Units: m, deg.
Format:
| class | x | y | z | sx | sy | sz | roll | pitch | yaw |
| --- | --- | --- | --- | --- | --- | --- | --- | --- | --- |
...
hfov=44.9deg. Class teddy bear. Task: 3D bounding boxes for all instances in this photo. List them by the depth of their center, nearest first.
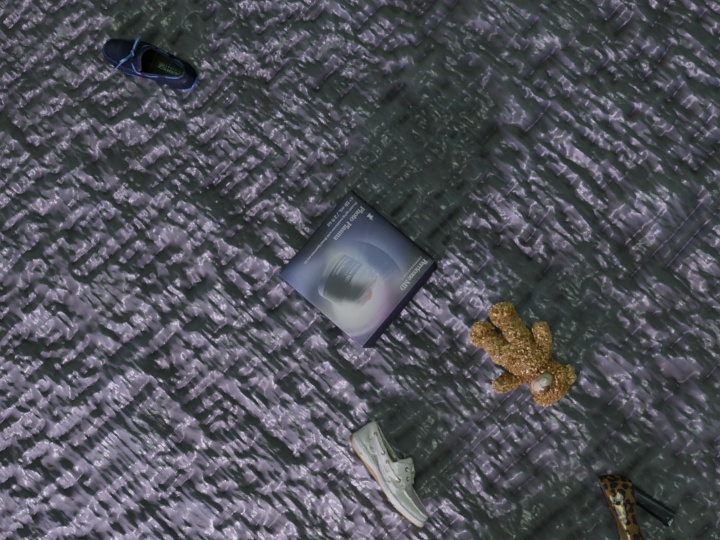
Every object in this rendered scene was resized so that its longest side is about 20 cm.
| class | x | y | z | sx | sy | sz | roll | pitch | yaw |
| --- | --- | --- | --- | --- | --- | --- | --- | --- | --- |
| teddy bear | 0.279 | 0.148 | 1.514 | 0.145 | 0.067 | 0.200 | -27 | 80 | 6 |

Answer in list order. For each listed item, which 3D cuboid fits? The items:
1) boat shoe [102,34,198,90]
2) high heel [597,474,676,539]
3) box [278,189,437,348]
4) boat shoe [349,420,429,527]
| class | x | y | z | sx | sy | sz | roll | pitch | yaw |
| --- | --- | --- | --- | --- | --- | --- | --- | --- | --- |
| boat shoe | -0.405 | -0.409 | 1.666 | 0.199 | 0.069 | 0.084 | 15 | 86 | 9 |
| high heel | 0.423 | 0.449 | 1.455 | 0.142 | 0.071 | 0.200 | 32 | 72 | 3 |
| box | 0.000 | 0.000 | 1.541 | 0.198 | 0.123 | 0.200 | 40 | 90 | 8 |
| boat shoe | 0.064 | 0.352 | 1.519 | 0.069 | 0.071 | 0.200 | -39 | 79 | 4 |
